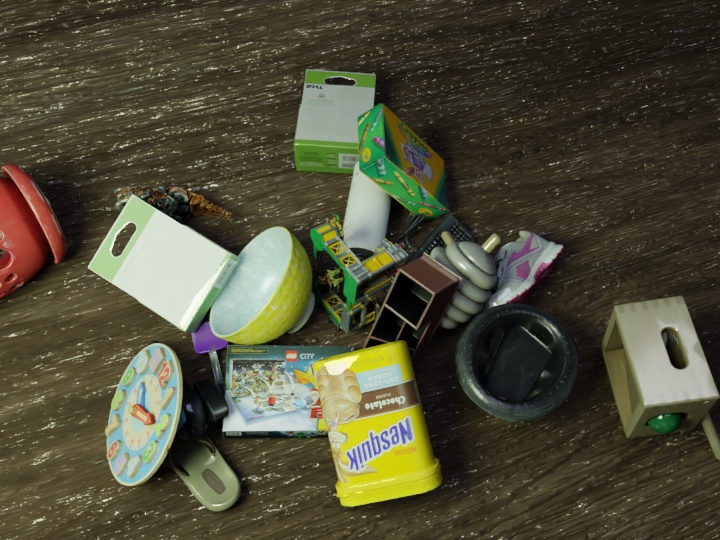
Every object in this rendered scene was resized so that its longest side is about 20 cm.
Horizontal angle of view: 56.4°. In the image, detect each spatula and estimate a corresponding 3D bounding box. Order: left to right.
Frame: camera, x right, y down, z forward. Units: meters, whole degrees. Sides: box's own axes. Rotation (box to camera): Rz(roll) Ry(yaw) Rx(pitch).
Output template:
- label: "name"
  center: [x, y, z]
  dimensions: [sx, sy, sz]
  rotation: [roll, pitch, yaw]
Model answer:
- label: "spatula"
  center: [-0.225, 0.165, 1.060]
  dimensions: [0.056, 0.021, 0.201]
  rotation: [-14, 62, -10]

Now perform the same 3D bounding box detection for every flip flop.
- label: "flip flop"
  center: [-0.252, 0.267, 0.975]
  dimensions: [0.200, 0.058, 0.081]
  rotation: [39, 65, 23]

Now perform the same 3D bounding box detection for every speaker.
- label: "speaker"
  center: [0.012, -0.100, 1.191]
  dimensions: [0.081, 0.081, 0.201]
  rotation: [8, 59, 3]

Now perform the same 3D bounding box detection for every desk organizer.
- label: "desk organizer"
  center: [0.068, 0.081, 1.009]
  dimensions: [0.072, 0.201, 0.077]
  rotation: [36, 34, 21]

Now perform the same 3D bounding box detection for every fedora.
- label: "fedora"
  center: [0.236, 0.151, 1.044]
  dimensions: [0.199, 0.092, 0.202]
  rotation: [2, 57, -3]

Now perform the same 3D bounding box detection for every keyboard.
- label: "keyboard"
  center: [0.107, -0.027, 1.171]
  dimensions: [0.127, 0.021, 0.200]
  rotation: [40, 64, 3]

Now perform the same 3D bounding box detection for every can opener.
- label: "can opener"
  center: [-0.276, 0.178, 1.012]
  dimensions: [0.078, 0.064, 0.200]
  rotation: [-8, 31, -41]

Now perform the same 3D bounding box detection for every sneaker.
- label: "sneaker"
  center: [0.259, 0.006, 1.144]
  dimensions: [0.088, 0.082, 0.200]
  rotation: [35, 56, 19]

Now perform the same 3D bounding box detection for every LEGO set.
- label: "LEGO set"
  center: [0.000, 0.000, 1.074]
  dimensions: [0.116, 0.201, 0.154]
  rotation: [-27, 50, -26]

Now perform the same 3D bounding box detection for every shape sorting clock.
- label: "shape sorting clock"
  center: [-0.313, 0.202, 0.958]
  dimensions: [0.199, 0.039, 0.201]
  rotation: [-22, 55, 36]

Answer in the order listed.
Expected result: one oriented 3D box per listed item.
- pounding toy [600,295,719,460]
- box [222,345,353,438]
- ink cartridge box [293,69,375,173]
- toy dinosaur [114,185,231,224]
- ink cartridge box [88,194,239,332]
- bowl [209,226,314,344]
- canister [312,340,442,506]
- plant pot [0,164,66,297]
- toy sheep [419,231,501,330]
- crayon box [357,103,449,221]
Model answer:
- label: "pounding toy"
  center: [0.464, 0.170, 1.005]
  dimensions: [0.141, 0.184, 0.201]
  rotation: [-9, 59, 6]
- label: "box"
  center: [-0.108, 0.185, 1.031]
  dimensions: [0.199, 0.038, 0.137]
  rotation: [2, 59, -8]
- label: "ink cartridge box"
  center: [-0.044, -0.291, 1.306]
  dimensions: [0.147, 0.076, 0.201]
  rotation: [4, 58, 1]
- label: "toy dinosaur"
  center: [-0.335, -0.110, 1.183]
  dimensions: [0.199, 0.102, 0.136]
  rotation: [-11, 40, 16]
- label: "ink cartridge box"
  center: [-0.321, -0.011, 1.096]
  dimensions: [0.199, 0.048, 0.146]
  rotation: [31, 88, 10]
- label: "bowl"
  center: [-0.138, 0.042, 1.072]
  dimensions: [0.108, 0.200, 0.201]
  rotation: [36, 54, -31]
- label: "canister"
  center: [0.020, 0.212, 0.947]
  dimensions: [0.148, 0.087, 0.201]
  rotation: [-14, 86, 9]
- label: "plant pot"
  center: [-0.595, -0.061, 1.084]
  dimensions: [0.182, 0.201, 0.200]
  rotation: [-32, 65, -28]
- label: "toy sheep"
  center: [0.148, 0.015, 1.065]
  dimensions: [0.137, 0.200, 0.138]
  rotation: [31, 22, -14]
- label: "crayon box"
  center: [0.077, -0.186, 1.185]
  dimensions: [0.058, 0.200, 0.119]
  rotation: [-23, 53, 32]
